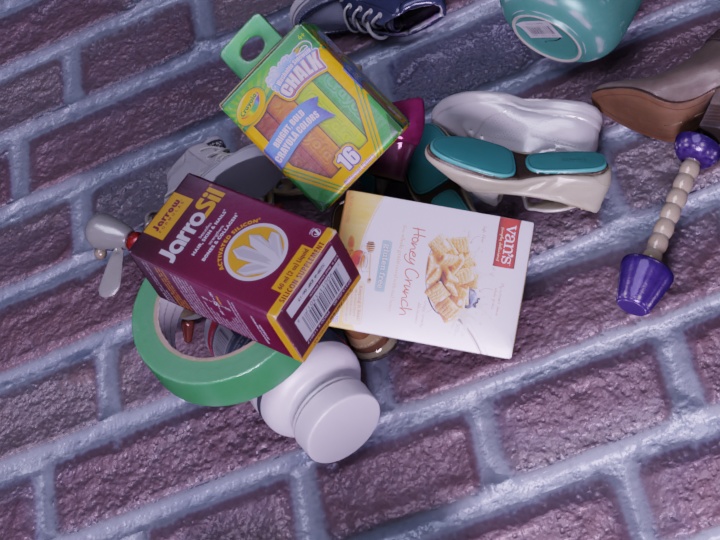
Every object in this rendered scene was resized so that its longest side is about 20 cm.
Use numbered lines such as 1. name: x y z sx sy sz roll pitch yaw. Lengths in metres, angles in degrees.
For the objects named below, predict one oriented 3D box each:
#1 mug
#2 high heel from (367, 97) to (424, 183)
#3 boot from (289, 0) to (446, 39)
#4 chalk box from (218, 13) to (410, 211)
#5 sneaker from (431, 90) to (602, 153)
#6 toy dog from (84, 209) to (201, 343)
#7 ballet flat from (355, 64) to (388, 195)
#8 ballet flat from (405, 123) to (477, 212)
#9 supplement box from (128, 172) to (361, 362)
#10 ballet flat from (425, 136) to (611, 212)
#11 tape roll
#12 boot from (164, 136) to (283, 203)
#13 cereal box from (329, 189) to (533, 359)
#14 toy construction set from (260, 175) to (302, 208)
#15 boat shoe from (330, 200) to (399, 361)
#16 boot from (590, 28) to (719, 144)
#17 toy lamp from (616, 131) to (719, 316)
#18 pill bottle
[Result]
1. mug: 0.232 -0.300 1.651 0.151 0.185 0.115 26 75 10
2. high heel: -0.026 -0.167 1.646 0.198 0.067 0.097 16 89 10
3. boot: 0.007 -0.320 1.805 0.199 0.073 0.091 -20 48 13
4. chalk box: -0.061 -0.180 1.542 0.200 0.124 0.124 44 100 -3
5. sneaker: 0.165 -0.145 1.628 0.199 0.075 0.089 6 75 27
6. toy dog: -0.237 0.013 1.708 0.200 0.131 0.097 39 120 42
7. ballet flat: 0.010 -0.173 1.720 0.062 0.068 0.201 -10 57 -19
8. ballet flat: 0.095 -0.077 1.619 0.069 0.070 0.201 -23 48 11
9. supplement box: -0.115 -0.006 1.452 0.199 0.086 0.111 22 66 32
10. ballet flat: 0.165 -0.095 1.556 0.198 0.070 0.070 7 61 3
11. tape roll: -0.137 0.042 1.513 0.199 0.048 0.202 -10 54 14
12. boot: -0.161 -0.117 1.664 0.199 0.073 0.096 -31 52 37
13. cereal box: 0.071 0.004 1.516 0.198 0.040 0.145 9 90 4
14. toy construction set: -0.096 -0.067 1.695 0.130 0.092 0.201 -15 44 16
15. boat shoe: 0.000 0.000 1.609 0.075 0.074 0.201 -21 54 13
16. boot: 0.367 -0.210 1.575 0.199 0.070 0.147 22 65 33
17. toy lamp: 0.313 -0.047 1.499 0.058 0.058 0.201 14 68 32
18. pill bottle: -0.069 0.105 1.550 0.119 0.120 0.200 -41 52 -3
